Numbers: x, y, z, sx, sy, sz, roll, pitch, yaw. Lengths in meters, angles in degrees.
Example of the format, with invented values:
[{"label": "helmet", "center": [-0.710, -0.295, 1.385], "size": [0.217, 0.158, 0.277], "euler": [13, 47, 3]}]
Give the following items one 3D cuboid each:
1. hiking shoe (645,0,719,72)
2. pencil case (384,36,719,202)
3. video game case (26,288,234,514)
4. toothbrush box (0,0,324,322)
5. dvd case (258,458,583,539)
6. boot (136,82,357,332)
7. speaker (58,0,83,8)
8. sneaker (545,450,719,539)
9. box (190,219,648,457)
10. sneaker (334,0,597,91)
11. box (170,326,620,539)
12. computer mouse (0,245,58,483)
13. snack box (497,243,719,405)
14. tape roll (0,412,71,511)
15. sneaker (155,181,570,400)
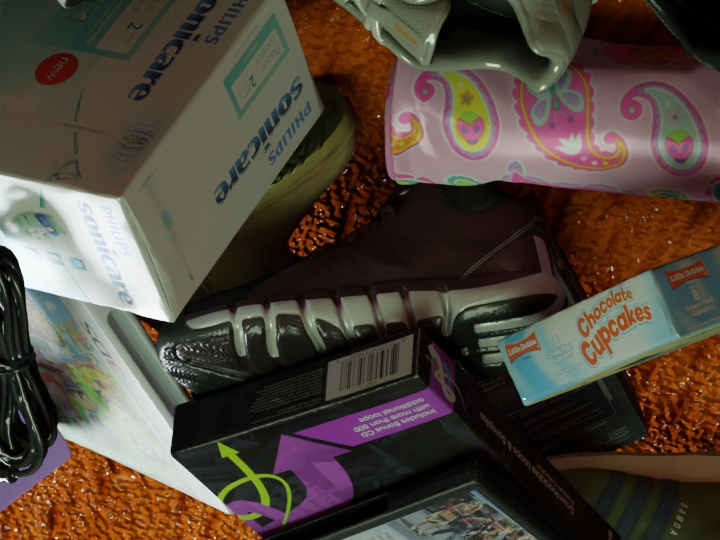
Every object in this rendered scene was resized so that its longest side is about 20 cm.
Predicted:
[{"label": "hiking shoe", "center": [0.185, -0.113, 1.305], "size": [0.200, 0.101, 0.076], "euler": [24, 138, -10]}, {"label": "pencil case", "center": [0.112, -0.071, 1.385], "size": [0.200, 0.087, 0.087], "euler": [6, 138, 7]}, {"label": "video game case", "center": [-0.156, 0.034, 1.504], "size": [0.200, 0.022, 0.182], "euler": [18, 146, 53]}, {"label": "toothbrush box", "center": [-0.141, -0.071, 1.374], "size": [0.200, 0.146, 0.085], "euler": [14, 143, 30]}, {"label": "dvd case", "center": [0.022, 0.162, 1.467], "size": [0.200, 0.018, 0.143], "euler": [-23, 133, 32]}, {"label": "boot", "center": [-0.024, 0.006, 1.527], "size": [0.175, 0.066, 0.200], "euler": [-32, 133, 20]}, {"label": "speaker", "center": [-0.163, -0.209, 1.261], "size": [0.200, 0.081, 0.081], "euler": [48, 134, 2]}, {"label": "sneaker", "center": [0.137, 0.148, 1.549], "size": [0.200, 0.090, 0.067], "euler": [-1, 148, -32]}, {"label": "box", "center": [0.031, 0.065, 1.523], "size": [0.200, 0.051, 0.158], "euler": [-25, 137, 8]}, {"label": "sneaker", "center": [0.012, -0.139, 1.334], "size": [0.200, 0.092, 0.076], "euler": [14, 138, 2]}, {"label": "box", "center": [0.020, 0.112, 1.447], "size": [0.143, 0.036, 0.200], "euler": [-19, 137, 27]}, {"label": "computer mouse", "center": [-0.226, 0.031, 1.396], "size": [0.200, 0.046, 0.141], "euler": [5, 124, 27]}, {"label": "snack box", "center": [0.174, 0.007, 1.374], "size": [0.116, 0.200, 0.037], "euler": [-29, 82, 51]}, {"label": "tape roll", "center": [-0.236, 0.037, 1.529], "size": [0.066, 0.200, 0.200], "euler": [-37, 130, -10]}, {"label": "sneaker", "center": [0.000, 0.000, 1.435], "size": [0.200, 0.116, 0.076], "euler": [-5, 142, 3]}]
